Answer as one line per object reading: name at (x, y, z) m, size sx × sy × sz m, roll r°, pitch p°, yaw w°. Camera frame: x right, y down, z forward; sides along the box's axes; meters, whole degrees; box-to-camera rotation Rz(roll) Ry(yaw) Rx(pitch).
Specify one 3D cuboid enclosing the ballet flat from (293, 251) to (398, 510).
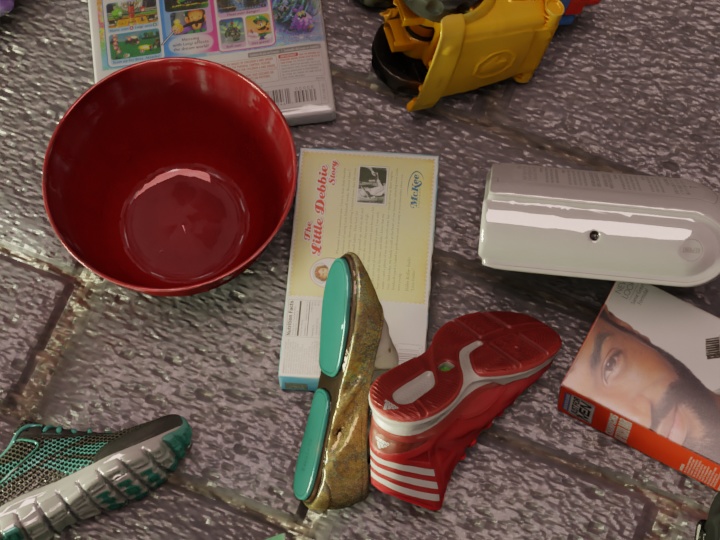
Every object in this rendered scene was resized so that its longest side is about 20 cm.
ballet flat at (-0.004, 0.086, 1.446) m, size 0.070 × 0.071 × 0.201 m, roll 10°, pitch 97°, yaw 6°

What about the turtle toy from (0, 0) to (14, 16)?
turtle toy at (-0.340, -0.257, 1.604) m, size 0.145 × 0.101 × 0.200 m, roll 22°, pitch 71°, yaw 35°

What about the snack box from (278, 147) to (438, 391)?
snack box at (0.000, 0.000, 1.524) m, size 0.116 × 0.037 × 0.201 m, roll 4°, pitch 68°, yaw 3°

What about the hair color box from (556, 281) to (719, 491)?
hair color box at (0.265, 0.098, 1.465) m, size 0.199 × 0.064 × 0.111 m, roll 26°, pitch 72°, yaw 13°

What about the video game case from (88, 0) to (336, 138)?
video game case at (-0.130, -0.199, 1.618) m, size 0.199 × 0.024 × 0.183 m, roll -8°, pitch 68°, yaw -1°

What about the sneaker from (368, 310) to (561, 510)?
sneaker at (0.072, 0.111, 1.468) m, size 0.200 × 0.116 × 0.078 m, roll -21°, pitch 44°, yaw -39°

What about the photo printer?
photo printer at (0.193, -0.036, 1.471) m, size 0.199 × 0.166 × 0.070 m, roll 5°, pitch 102°, yaw 3°

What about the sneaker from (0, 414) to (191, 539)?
sneaker at (-0.229, 0.147, 1.454) m, size 0.199 × 0.078 × 0.091 m, roll -25°, pitch 65°, yaw -10°

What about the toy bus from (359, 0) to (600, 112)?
toy bus at (0.097, -0.253, 1.584) m, size 0.191 × 0.136 × 0.201 m, roll -12°, pitch 65°, yaw -17°

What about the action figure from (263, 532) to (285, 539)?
action figure at (-0.153, 0.260, 1.414) m, size 0.199 × 0.055 × 0.119 m, roll -1°, pitch 70°, yaw -3°

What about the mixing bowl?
mixing bowl at (-0.146, -0.056, 1.514) m, size 0.199 × 0.108 × 0.201 m, roll -1°, pitch 67°, yaw 2°

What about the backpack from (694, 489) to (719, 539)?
backpack at (0.345, 0.247, 1.352) m, size 0.199 × 0.151 × 0.178 m, roll 7°, pitch 96°, yaw -3°
